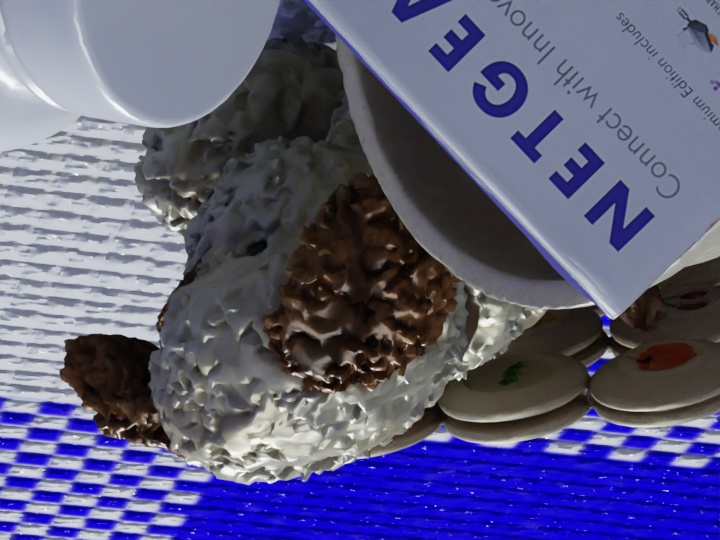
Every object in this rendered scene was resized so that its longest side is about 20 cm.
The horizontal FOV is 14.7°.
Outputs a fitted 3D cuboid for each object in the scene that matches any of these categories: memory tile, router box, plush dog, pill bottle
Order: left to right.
[{"bbox_3d":[-0.121,-0.090,0.709,0.199,0.111,0.111,11,164,34],"label":"pill bottle"},{"bbox_3d":[0.000,0.000,0.853,0.161,0.172,0.200,49,142,-6],"label":"plush dog"},{"bbox_3d":[0.064,0.014,0.966,0.153,0.017,0.200,-7,-161,15],"label":"memory tile"},{"bbox_3d":[0.039,-0.125,0.486,0.200,0.179,0.049,45,-178,-12],"label":"router box"}]

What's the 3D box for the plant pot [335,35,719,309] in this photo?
[{"bbox_3d":[0.122,-0.087,0.732,0.183,0.201,0.200,3,157,-36],"label":"plant pot"}]
